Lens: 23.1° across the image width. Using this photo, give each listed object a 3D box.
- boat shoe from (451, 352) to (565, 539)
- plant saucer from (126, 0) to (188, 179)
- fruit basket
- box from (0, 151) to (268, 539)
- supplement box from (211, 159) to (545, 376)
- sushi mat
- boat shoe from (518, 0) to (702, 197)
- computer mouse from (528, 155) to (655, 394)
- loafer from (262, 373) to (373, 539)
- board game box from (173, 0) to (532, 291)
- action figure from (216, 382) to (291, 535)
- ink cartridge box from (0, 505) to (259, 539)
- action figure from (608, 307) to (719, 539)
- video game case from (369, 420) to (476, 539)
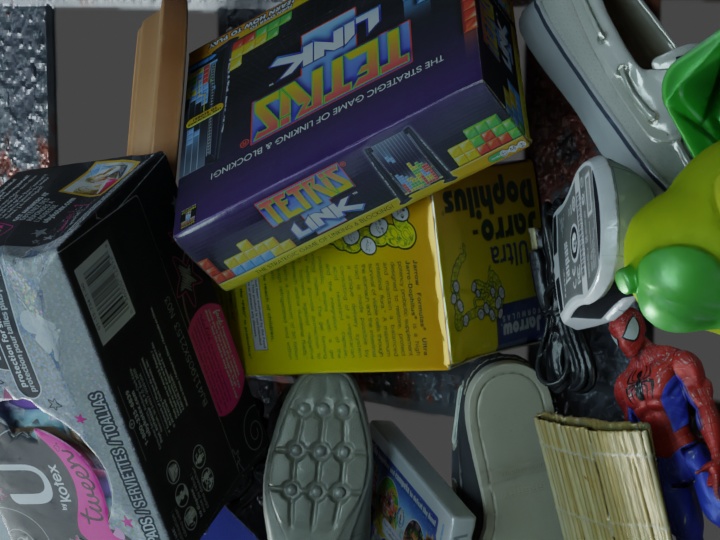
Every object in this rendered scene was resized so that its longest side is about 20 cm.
[{"bbox_3d":[0.089,0.145,1.053,0.063,0.072,0.202,-127,32,-75],"label":"boat shoe"},{"bbox_3d":[-0.133,-0.072,1.118,0.200,0.032,0.202,-175,90,-81],"label":"plant saucer"},{"bbox_3d":[0.218,-0.033,0.817,0.155,0.215,0.217,-36,75,37],"label":"fruit basket"},{"bbox_3d":[-0.155,0.054,1.006,0.114,0.132,0.201,-7,115,27],"label":"box"},{"bbox_3d":[0.000,0.000,1.056,0.199,0.108,0.110,-4,95,39],"label":"supplement box"},{"bbox_3d":[0.149,0.176,0.984,0.095,0.012,0.201,4,112,54],"label":"sushi mat"},{"bbox_3d":[0.165,-0.090,0.938,0.070,0.071,0.201,-50,61,34],"label":"boat shoe"},{"bbox_3d":[0.126,-0.004,0.927,0.200,0.043,0.111,112,157,-76],"label":"computer mouse"},{"bbox_3d":[-0.027,0.158,1.092,0.069,0.070,0.202,5,96,0],"label":"loafer"},{"bbox_3d":[-0.008,-0.098,0.991,0.199,0.057,0.166,-26,38,21],"label":"board game box"},{"bbox_3d":[-0.112,0.096,1.171,0.199,0.102,0.119,28,107,5],"label":"action figure"},{"bbox_3d":[-0.166,0.199,1.164,0.200,0.041,0.200,44,125,-3],"label":"ink cartridge box"},{"bbox_3d":[0.180,0.115,0.970,0.065,0.051,0.201,-29,77,43],"label":"action figure"},{"bbox_3d":[0.020,0.212,1.086,0.143,0.018,0.202,-136,52,-63],"label":"video game case"}]
